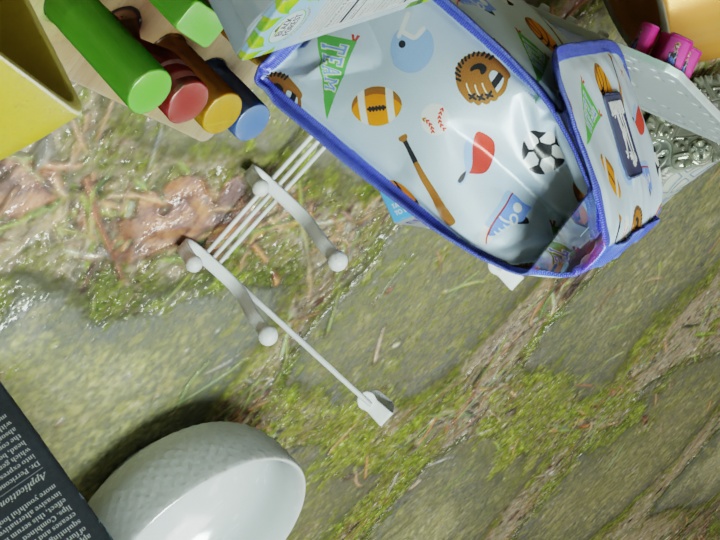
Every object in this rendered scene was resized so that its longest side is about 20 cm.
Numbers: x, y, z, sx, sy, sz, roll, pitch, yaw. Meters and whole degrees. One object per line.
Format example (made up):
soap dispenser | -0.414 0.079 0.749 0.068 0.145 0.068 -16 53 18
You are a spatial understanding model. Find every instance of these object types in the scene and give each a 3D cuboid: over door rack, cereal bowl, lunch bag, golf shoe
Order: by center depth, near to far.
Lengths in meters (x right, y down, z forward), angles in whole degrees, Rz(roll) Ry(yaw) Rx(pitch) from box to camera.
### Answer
lunch bag | 0.073 -0.083 0.768 0.124 0.200 0.170 -51 168 21
over door rack | 0.000 0.000 0.947 0.200 0.067 0.148 40 100 -22
cereal bowl | -0.143 0.189 1.088 0.199 0.083 0.201 -33 149 -22
golf shoe | 0.271 -0.101 1.285 0.199 0.079 0.097 -34 167 -7

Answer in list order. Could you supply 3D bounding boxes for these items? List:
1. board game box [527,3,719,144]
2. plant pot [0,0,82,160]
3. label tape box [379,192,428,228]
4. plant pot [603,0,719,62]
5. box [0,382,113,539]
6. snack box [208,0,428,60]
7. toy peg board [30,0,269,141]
board game box | 0.154 -0.144 0.930 0.199 0.199 0.026 21 99 -59
plant pot | -0.246 -0.107 0.479 0.176 0.201 0.200 -36 152 10
label tape box | 0.091 -0.079 0.998 0.142 0.067 0.199 -21 167 33
plant pot | 0.261 -0.232 0.981 0.181 0.202 0.201 -23 149 -4
box | -0.207 0.188 0.882 0.107 0.200 0.149 -34 150 -17
snack box | -0.032 -0.204 0.606 0.141 0.202 0.053 -23 172 -34
toy peg board | -0.059 -0.151 0.744 0.201 0.098 0.199 -50 151 10
